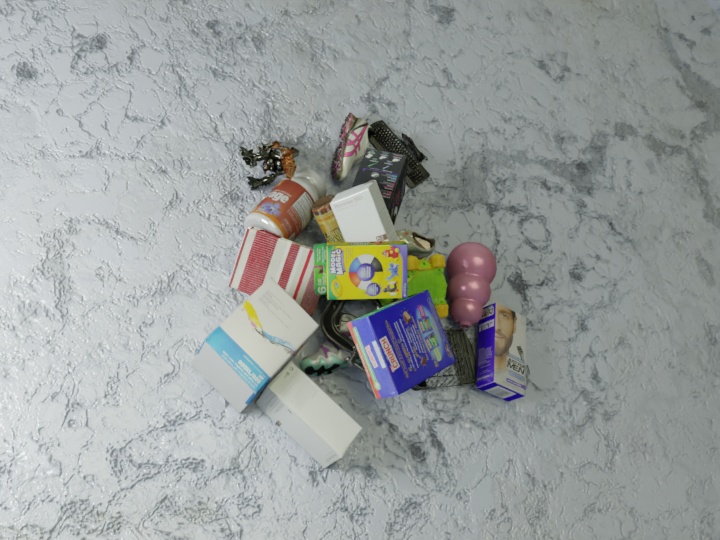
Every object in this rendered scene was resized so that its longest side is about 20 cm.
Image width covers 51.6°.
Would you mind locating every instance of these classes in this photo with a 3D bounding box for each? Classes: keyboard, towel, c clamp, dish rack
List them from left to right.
[{"bbox_3d":[-0.170,0.002,1.595,0.196,0.147,0.023,20,16,-8],"label":"towel"},{"bbox_3d":[-0.003,0.118,1.596,0.169,0.027,0.202,32,52,-9],"label":"c clamp"},{"bbox_3d":[0.106,-0.315,1.925,0.104,0.040,0.201,-39,86,-33],"label":"keyboard"},{"bbox_3d":[0.185,0.195,1.699,0.196,0.055,0.157,0,66,-25],"label":"dish rack"}]

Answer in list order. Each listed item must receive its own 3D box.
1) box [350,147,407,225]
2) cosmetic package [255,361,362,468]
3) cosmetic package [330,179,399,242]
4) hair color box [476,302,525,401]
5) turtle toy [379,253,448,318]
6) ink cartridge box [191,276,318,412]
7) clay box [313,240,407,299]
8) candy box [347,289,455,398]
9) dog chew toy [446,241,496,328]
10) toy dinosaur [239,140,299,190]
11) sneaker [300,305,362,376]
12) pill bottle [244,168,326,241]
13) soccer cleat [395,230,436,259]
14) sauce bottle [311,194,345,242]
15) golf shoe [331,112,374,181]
[{"bbox_3d":[0.038,-0.172,1.742,0.104,0.124,0.202,11,48,9],"label":"box"},{"bbox_3d":[-0.104,0.290,1.488,0.200,0.113,0.081,43,57,3],"label":"cosmetic package"},{"bbox_3d":[0.019,-0.081,1.618,0.203,0.100,0.074,66,23,-16],"label":"cosmetic package"},{"bbox_3d":[0.333,0.191,1.750,0.108,0.064,0.204,24,55,-29],"label":"hair color box"},{"bbox_3d":[0.114,0.040,1.712,0.196,0.101,0.149,-3,89,-28],"label":"turtle toy"},{"bbox_3d":[-0.209,0.148,1.487,0.144,0.147,0.200,43,57,2],"label":"ink cartridge box"},{"bbox_3d":[0.000,0.000,1.564,0.195,0.048,0.118,-2,103,-4],"label":"clay box"},{"bbox_3d":[0.088,0.152,1.559,0.198,0.076,0.172,-19,87,-44],"label":"candy box"},{"bbox_3d":[0.259,0.038,1.777,0.122,0.124,0.204,17,68,-16],"label":"dog chew toy"},{"bbox_3d":[-0.196,-0.250,1.689,0.133,0.200,0.104,-20,101,-15],"label":"toy dinosaur"},{"bbox_3d":[-0.060,0.143,1.608,0.197,0.078,0.142,-7,66,-37],"label":"sneaker"},{"bbox_3d":[-0.163,-0.137,1.671,0.112,0.112,0.201,39,56,-1],"label":"pill bottle"},{"bbox_3d":[0.087,-0.070,1.771,0.196,0.078,0.071,6,63,-21],"label":"soccer cleat"},{"bbox_3d":[-0.041,-0.071,1.676,0.066,0.065,0.202,-47,119,-34],"label":"sauce bottle"},{"bbox_3d":[-0.015,-0.300,1.842,0.091,0.073,0.203,23,58,-14],"label":"golf shoe"}]
